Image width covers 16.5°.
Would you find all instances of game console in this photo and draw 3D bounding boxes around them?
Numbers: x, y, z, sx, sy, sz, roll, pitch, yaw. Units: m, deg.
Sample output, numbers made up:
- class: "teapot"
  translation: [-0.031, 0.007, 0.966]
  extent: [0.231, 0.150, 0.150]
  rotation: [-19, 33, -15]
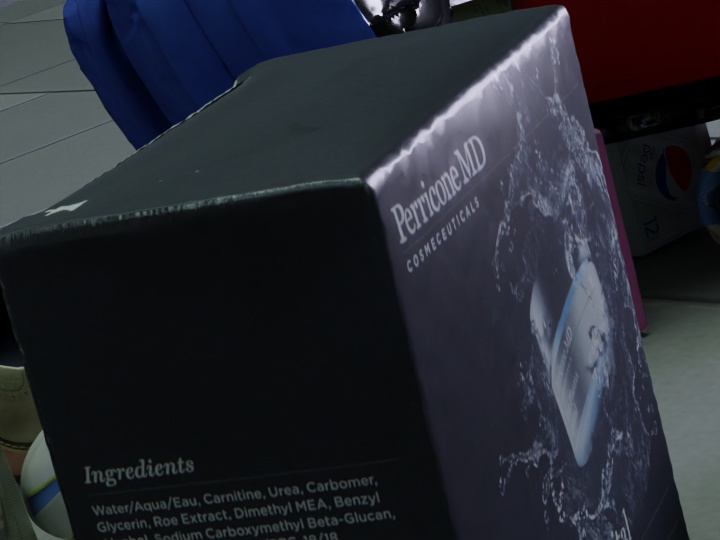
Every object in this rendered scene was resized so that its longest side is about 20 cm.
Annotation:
- class: "game console"
  translation: [0.165, -0.135, 1.160]
  extent: [0.199, 0.119, 0.172]
  rotation: [-12, 20, 1]

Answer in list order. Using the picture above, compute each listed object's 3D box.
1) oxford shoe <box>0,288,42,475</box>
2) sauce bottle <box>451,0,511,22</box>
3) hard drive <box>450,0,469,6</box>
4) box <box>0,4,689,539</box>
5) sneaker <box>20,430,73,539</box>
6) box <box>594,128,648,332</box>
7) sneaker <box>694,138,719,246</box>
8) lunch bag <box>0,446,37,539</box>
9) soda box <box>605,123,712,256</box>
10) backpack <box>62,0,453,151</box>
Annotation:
- class: "oxford shoe"
  translation: [-0.195, 0.007, 1.167]
  extent: [0.071, 0.074, 0.200]
  rotation: [-31, 57, -32]
- class: "sauce bottle"
  translation: [0.092, -0.118, 1.290]
  extent: [0.199, 0.066, 0.066]
  rotation: [-18, 14, -1]
- class: "hard drive"
  translation: [0.053, -0.110, 1.402]
  extent: [0.199, 0.027, 0.132]
  rotation: [2, -35, -45]
- class: "box"
  translation: [0.006, 0.046, 0.742]
  extent: [0.117, 0.201, 0.197]
  rotation: [-9, 16, 23]
- class: "sneaker"
  translation: [-0.037, 0.074, 0.938]
  extent: [0.199, 0.076, 0.105]
  rotation: [-13, 14, 5]
- class: "box"
  translation: [0.000, 0.000, 1.145]
  extent: [0.175, 0.097, 0.200]
  rotation: [-21, 14, -22]
- class: "sneaker"
  translation: [0.194, -0.051, 1.186]
  extent: [0.090, 0.075, 0.200]
  rotation: [-11, 12, -9]
- class: "lunch bag"
  translation: [-0.246, 0.096, 0.997]
  extent: [0.164, 0.118, 0.200]
  rotation: [-23, 10, -30]
- class: "soda box"
  translation: [0.098, -0.053, 1.307]
  extent: [0.063, 0.069, 0.200]
  rotation: [-26, 17, -31]
- class: "backpack"
  translation: [-0.044, -0.114, 1.127]
  extent: [0.168, 0.163, 0.200]
  rotation: [-34, 20, 11]
